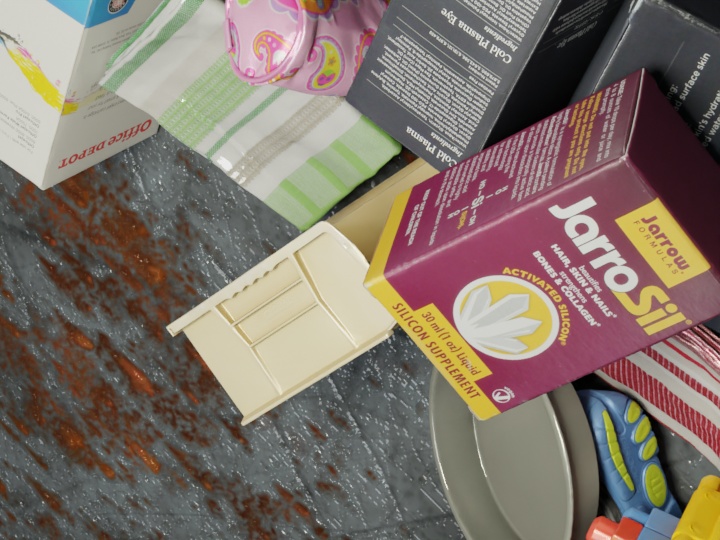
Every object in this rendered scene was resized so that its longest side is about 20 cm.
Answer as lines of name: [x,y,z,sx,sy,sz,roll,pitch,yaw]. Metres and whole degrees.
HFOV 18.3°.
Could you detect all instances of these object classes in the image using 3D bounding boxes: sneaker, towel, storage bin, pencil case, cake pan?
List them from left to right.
towel: [-0.084,-0.116,1.640,0.200,0.031,0.149,38,143,-12]
pencil case: [-0.005,-0.160,1.557,0.087,0.200,0.088,-1,88,41]
storage bin: [0.000,0.000,1.622,0.198,0.200,0.094,-33,91,41]
cake pan: [0.115,0.135,1.658,0.200,0.037,0.201,38,134,53]
sneaker: [0.191,0.177,1.663,0.083,0.071,0.200,14,125,58]
towel: [0.213,0.071,1.542,0.144,0.023,0.200,38,165,18]

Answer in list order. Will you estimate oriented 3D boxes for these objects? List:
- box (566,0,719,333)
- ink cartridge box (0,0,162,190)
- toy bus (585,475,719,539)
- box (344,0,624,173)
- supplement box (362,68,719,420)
box: [0.235,-0.081,1.433,0.200,0.117,0.197,27,126,-1]
ink cartridge box: [-0.232,-0.197,1.736,0.145,0.147,0.200,35,127,19]
toy bus: [0.240,0.249,1.581,0.192,0.136,0.200,21,123,11]
box: [0.109,-0.181,1.458,0.104,0.200,0.182,37,127,15]
supplement box: [0.124,-0.013,1.374,0.200,0.103,0.131,-28,115,31]
